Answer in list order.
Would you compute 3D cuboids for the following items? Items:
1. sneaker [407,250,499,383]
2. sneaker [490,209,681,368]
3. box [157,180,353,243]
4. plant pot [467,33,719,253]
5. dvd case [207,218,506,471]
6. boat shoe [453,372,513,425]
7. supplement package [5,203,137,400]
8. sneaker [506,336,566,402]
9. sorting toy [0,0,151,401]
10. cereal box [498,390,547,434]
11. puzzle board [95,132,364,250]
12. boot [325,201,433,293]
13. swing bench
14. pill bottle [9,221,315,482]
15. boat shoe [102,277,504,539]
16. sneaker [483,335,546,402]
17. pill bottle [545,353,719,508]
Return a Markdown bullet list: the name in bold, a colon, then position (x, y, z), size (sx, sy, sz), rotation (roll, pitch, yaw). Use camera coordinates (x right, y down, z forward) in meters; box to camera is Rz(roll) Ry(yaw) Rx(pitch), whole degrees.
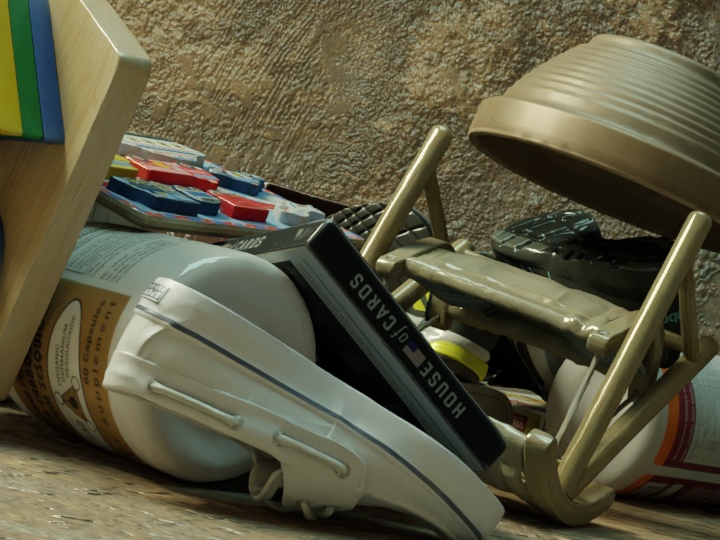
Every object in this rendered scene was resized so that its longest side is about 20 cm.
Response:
- **sneaker**: position (0.075, 0.026, 1.355), size (0.074, 0.085, 0.200), rotation (28, 3, -8)
- **sneaker**: position (0.152, 0.011, 1.294), size (0.075, 0.079, 0.200), rotation (-21, 21, -21)
- **box**: position (-0.127, 0.006, 1.496), size (0.200, 0.166, 0.164), rotation (11, 0, 31)
- **plant pot**: position (0.176, -0.087, 1.197), size (0.201, 0.093, 0.201), rotation (23, -2, 1)
- **dvd case**: position (-0.023, 0.044, 1.010), size (0.150, 0.025, 0.200), rotation (51, -25, -15)
- **boat shoe**: position (0.022, 0.085, 1.349), size (0.200, 0.075, 0.062), rotation (14, 1, -39)
- **supplement package**: position (-0.243, -0.011, 1.185), size (0.152, 0.151, 0.200), rotation (13, 1, 11)
- **sneaker**: position (0.189, 0.069, 1.414), size (0.200, 0.115, 0.075), rotation (55, 1, -46)
- **sorting toy**: position (-0.206, -0.073, 0.957), size (0.070, 0.200, 0.199), rotation (9, 30, -37)
- **cereal box**: position (0.148, 0.128, 1.607), size (0.144, 0.040, 0.200), rotation (12, 0, 40)
- **puzzle board**: position (-0.108, -0.052, 1.079), size (0.151, 0.017, 0.200), rotation (28, 12, 32)
- **boot**: position (0.000, 0.000, 1.355), size (0.200, 0.070, 0.132), rotation (-28, -7, 36)
- **swing bench**: position (0.080, 0.043, 1.141), size (0.199, 0.200, 0.130), rotation (23, -33, 30)
- **pill bottle**: position (-0.125, 0.034, 0.984), size (0.114, 0.114, 0.200), rotation (12, 0, -40)
- **boat shoe**: position (-0.027, 0.081, 0.878), size (0.200, 0.065, 0.074), rotation (33, -12, -10)
- **sneaker**: position (0.122, 0.060, 1.507), size (0.083, 0.072, 0.200), rotation (-23, -26, 1)
- **pill bottle**: position (0.238, 0.113, 1.361), size (0.200, 0.110, 0.110), rotation (12, 0, -38)
